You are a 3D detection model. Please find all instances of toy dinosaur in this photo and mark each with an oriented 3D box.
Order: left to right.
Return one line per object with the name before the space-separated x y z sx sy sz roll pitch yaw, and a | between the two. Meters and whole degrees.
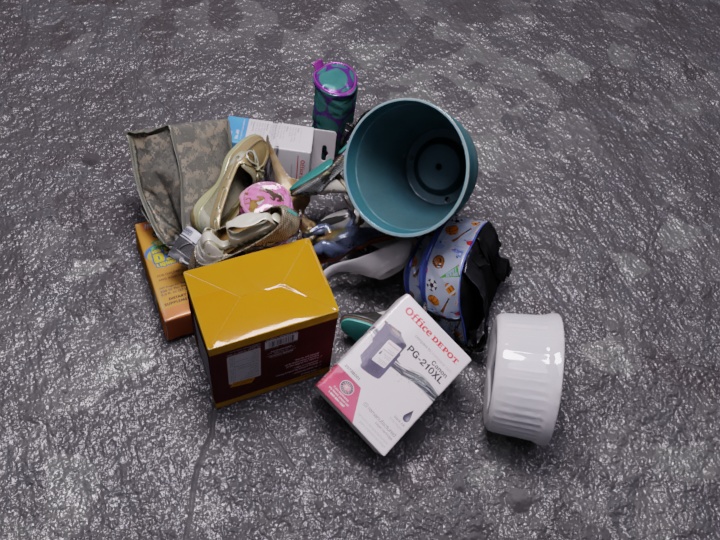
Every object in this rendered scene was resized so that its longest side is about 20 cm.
toy dinosaur | -0.136 -0.135 1.366 0.202 0.100 0.058 64 30 -5
toy dinosaur | -0.021 -0.060 1.319 0.179 0.202 0.106 8 37 -11

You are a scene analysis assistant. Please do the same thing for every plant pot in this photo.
plant pot | 0.100 -0.161 1.217 0.199 0.201 0.188 37 19 15

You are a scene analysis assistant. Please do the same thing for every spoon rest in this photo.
spoon rest | 0.000 0.000 1.283 0.198 0.099 0.061 -31 76 7

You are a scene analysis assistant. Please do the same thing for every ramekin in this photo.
ramekin | 0.247 0.161 1.189 0.096 0.201 0.203 7 57 6

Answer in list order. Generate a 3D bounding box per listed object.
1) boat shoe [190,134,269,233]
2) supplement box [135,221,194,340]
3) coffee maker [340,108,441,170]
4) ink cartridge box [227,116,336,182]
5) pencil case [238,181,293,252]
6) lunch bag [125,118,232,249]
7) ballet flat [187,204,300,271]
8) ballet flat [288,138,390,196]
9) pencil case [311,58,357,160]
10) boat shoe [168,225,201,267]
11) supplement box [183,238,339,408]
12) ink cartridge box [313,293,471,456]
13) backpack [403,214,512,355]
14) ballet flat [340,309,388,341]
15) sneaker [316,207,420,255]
boat shoe | -0.198 -0.140 1.260 0.062 0.074 0.202 10 54 34
supplement box | -0.318 0.010 1.279 0.066 0.069 0.201 -16 58 -18
coffee maker | 0.074 -0.190 1.394 0.198 0.136 0.192 30 31 11
ink cartridge box | -0.147 -0.203 1.402 0.197 0.117 0.067 7 51 -2
pencil case | -0.158 -0.057 1.262 0.086 0.201 0.083 -29 66 -24
lunch bag | -0.286 -0.143 1.290 0.116 0.203 0.164 -3 12 28
ballet flat | -0.186 -0.049 1.139 0.198 0.075 0.069 -24 66 12
ballet flat | -0.029 -0.171 1.292 0.200 0.072 0.072 -38 64 13
pencil case | -0.055 -0.286 1.417 0.085 0.201 0.092 -35 69 -25
boat shoe | -0.224 0.015 1.246 0.068 0.199 0.073 -54 37 -10
supplement box | -0.150 0.083 1.176 0.195 0.201 0.134 -16 60 -17
ink cartridge box | 0.049 0.157 1.181 0.145 0.084 0.200 45 78 2
backpack | 0.160 0.003 1.275 0.152 0.192 0.201 14 56 18
ballet flat | 0.062 0.110 1.274 0.198 0.068 0.069 28 48 -2
sneaker | 0.018 -0.054 1.362 0.197 0.074 0.080 12 63 0
